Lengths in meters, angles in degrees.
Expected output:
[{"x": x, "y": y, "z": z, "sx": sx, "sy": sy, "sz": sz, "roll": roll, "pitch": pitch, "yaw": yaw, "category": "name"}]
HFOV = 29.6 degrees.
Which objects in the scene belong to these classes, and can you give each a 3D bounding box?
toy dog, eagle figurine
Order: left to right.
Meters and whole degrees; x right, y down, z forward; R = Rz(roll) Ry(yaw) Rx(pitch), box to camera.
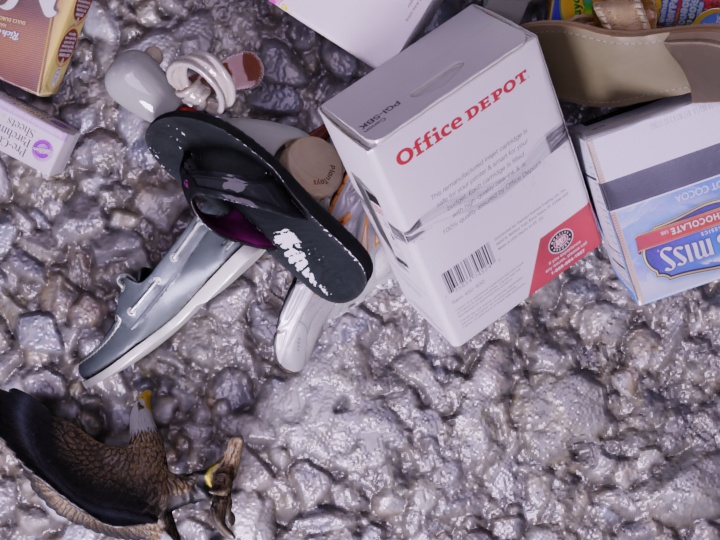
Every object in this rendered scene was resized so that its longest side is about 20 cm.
[{"x": -0.196, "y": 0.161, "z": 1.086, "sx": 0.198, "sy": 0.151, "sz": 0.153, "roll": 3, "pitch": 117, "yaw": -7, "category": "eagle figurine"}, {"x": -0.091, "y": -0.117, "z": 1.055, "sx": 0.131, "sy": 0.097, "sz": 0.200, "roll": -10, "pitch": 133, "yaw": 42, "category": "toy dog"}]

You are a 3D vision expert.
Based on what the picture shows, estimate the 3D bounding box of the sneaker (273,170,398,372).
[{"x": 0.000, "y": 0.000, "z": 1.079, "sx": 0.092, "sy": 0.076, "sz": 0.201, "roll": 26, "pitch": 99, "yaw": -4, "category": "sneaker"}]

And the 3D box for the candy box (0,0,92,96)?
[{"x": -0.263, "y": -0.252, "z": 1.074, "sx": 0.116, "sy": 0.056, "sz": 0.201, "roll": 22, "pitch": 99, "yaw": 0, "category": "candy box"}]

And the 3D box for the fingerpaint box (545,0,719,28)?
[{"x": 0.228, "y": -0.261, "z": 0.984, "sx": 0.165, "sy": 0.074, "sz": 0.201, "roll": 7, "pitch": 128, "yaw": 3, "category": "fingerpaint box"}]

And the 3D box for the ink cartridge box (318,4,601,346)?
[{"x": 0.077, "y": -0.069, "z": 0.994, "sx": 0.146, "sy": 0.083, "sz": 0.201, "roll": -34, "pitch": 129, "yaw": -11, "category": "ink cartridge box"}]

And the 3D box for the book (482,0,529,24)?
[{"x": 0.119, "y": -0.291, "z": 0.966, "sx": 0.048, "sy": 0.134, "sz": 0.201, "roll": 7, "pitch": 71, "yaw": -3, "category": "book"}]

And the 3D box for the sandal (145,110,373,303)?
[{"x": -0.077, "y": -0.044, "z": 0.998, "sx": 0.200, "sy": 0.048, "sz": 0.075, "roll": 38, "pitch": 134, "yaw": -5, "category": "sandal"}]

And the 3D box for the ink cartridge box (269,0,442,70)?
[{"x": -0.027, "y": -0.252, "z": 1.020, "sx": 0.199, "sy": 0.129, "sz": 0.126, "roll": 32, "pitch": 100, "yaw": 0, "category": "ink cartridge box"}]

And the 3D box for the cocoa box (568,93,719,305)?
[{"x": 0.272, "y": -0.074, "z": 1.017, "sx": 0.199, "sy": 0.133, "sz": 0.132, "roll": -19, "pitch": 98, "yaw": 6, "category": "cocoa box"}]

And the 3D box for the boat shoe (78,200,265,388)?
[{"x": -0.160, "y": 0.018, "z": 1.085, "sx": 0.200, "sy": 0.073, "sz": 0.062, "roll": -39, "pitch": 90, "yaw": 19, "category": "boat shoe"}]

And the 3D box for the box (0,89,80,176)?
[{"x": -0.325, "y": -0.140, "z": 1.100, "sx": 0.199, "sy": 0.039, "sz": 0.042, "roll": 29, "pitch": 99, "yaw": 0, "category": "box"}]

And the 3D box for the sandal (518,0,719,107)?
[{"x": 0.203, "y": -0.165, "z": 0.971, "sx": 0.070, "sy": 0.211, "sz": 0.078, "roll": -51, "pitch": 128, "yaw": -23, "category": "sandal"}]
